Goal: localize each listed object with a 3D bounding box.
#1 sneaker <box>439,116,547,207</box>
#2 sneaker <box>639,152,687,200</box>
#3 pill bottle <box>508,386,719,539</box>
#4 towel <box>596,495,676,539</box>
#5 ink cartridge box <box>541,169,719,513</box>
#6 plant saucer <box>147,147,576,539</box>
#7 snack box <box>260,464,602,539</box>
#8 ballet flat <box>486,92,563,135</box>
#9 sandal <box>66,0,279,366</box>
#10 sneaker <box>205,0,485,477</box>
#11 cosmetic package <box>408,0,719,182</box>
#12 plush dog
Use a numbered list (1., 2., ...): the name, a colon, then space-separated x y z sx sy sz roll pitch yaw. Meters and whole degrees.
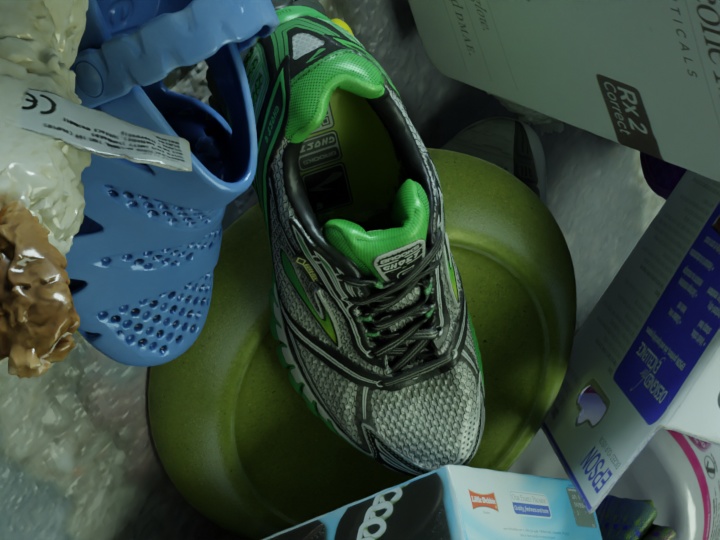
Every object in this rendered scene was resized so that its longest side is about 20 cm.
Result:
1. sneaker: 0.052 0.015 0.933 0.087 0.074 0.202 -42 148 -53
2. sneaker: 0.160 -0.128 0.953 0.088 0.080 0.202 -8 116 -42
3. pill bottle: 0.160 0.096 1.060 0.200 0.113 0.114 -24 133 -58
4. towel: 0.042 0.148 0.916 0.143 0.200 0.023 -42 107 -20
5. ink cartridge box: 0.153 0.007 0.860 0.201 0.043 0.198 -55 -172 7
6. plant saucer: 0.009 0.045 0.845 0.198 0.031 0.202 -12 123 -19
7. snack box: -0.009 0.133 0.841 0.199 0.037 0.116 -25 158 29
8. ballet flat: 0.144 -0.126 0.884 0.199 0.072 0.072 -29 144 7
9. sandal: -0.072 -0.044 0.699 0.079 0.087 0.202 -34 140 -36
10. sneaker: 0.000 0.000 0.745 0.077 0.085 0.201 -27 117 -8
11. cosmetic package: 0.124 -0.158 0.751 0.165 0.199 0.166 -46 136 -20
12. plush dog: -0.151 0.008 0.602 0.199 0.161 0.172 -25 156 -41
